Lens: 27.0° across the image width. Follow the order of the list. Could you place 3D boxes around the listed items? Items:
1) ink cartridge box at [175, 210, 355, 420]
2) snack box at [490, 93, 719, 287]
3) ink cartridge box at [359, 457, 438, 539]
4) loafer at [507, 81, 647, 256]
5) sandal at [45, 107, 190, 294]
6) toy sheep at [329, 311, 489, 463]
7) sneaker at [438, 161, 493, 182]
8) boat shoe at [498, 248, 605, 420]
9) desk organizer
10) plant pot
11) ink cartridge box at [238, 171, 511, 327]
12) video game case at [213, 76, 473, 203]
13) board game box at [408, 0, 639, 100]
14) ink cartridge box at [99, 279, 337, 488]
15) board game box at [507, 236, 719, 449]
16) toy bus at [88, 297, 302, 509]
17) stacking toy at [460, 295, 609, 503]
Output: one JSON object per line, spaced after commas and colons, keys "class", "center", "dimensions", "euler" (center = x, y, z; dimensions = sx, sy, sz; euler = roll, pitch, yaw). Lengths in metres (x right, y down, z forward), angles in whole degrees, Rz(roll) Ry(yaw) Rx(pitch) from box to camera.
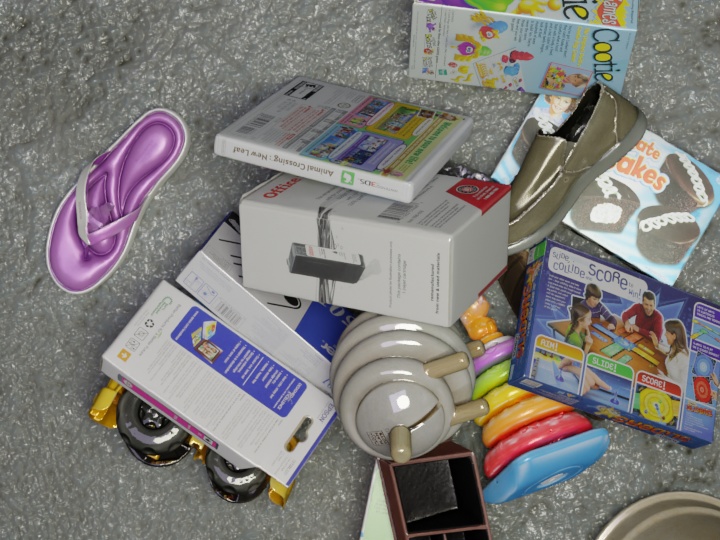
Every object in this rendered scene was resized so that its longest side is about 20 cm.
{"class": "ink cartridge box", "center": [-0.068, 0.041, 1.370], "dimensions": [0.200, 0.094, 0.044], "euler": [41, 118, -6]}
{"class": "snack box", "center": [0.235, -0.084, 1.414], "dimensions": [0.199, 0.037, 0.117], "euler": [31, 90, 4]}
{"class": "ink cartridge box", "center": [0.044, 0.173, 1.387], "dimensions": [0.059, 0.104, 0.202], "euler": [11, 90, 3]}
{"class": "loafer", "center": [0.168, -0.094, 1.356], "dimensions": [0.200, 0.075, 0.070], "euler": [-45, 115, -8]}
{"class": "sandal", "center": [-0.240, -0.072, 1.436], "dimensions": [0.082, 0.050, 0.204], "euler": [32, 91, 4]}
{"class": "toy sheep", "center": [0.038, 0.093, 1.266], "dimensions": [0.136, 0.200, 0.139], "euler": [1, 116, 3]}
{"class": "sneaker", "center": [0.030, -0.058, 1.415], "dimensions": [0.198, 0.060, 0.105], "euler": [-27, 83, -1]}
{"class": "boat shoe", "center": [0.198, 0.039, 1.407], "dimensions": [0.076, 0.072, 0.201], "euler": [-29, 86, -23]}
{"class": "desk organizer", "center": [0.077, 0.253, 1.299], "dimensions": [0.071, 0.077, 0.202], "euler": [-14, 96, -14]}
{"class": "plant pot", "center": [0.309, 0.305, 1.312], "dimensions": [0.198, 0.183, 0.203], "euler": [0, 89, -7]}
{"class": "ink cartridge box", "center": [0.013, -0.030, 1.292], "dimensions": [0.198, 0.144, 0.085], "euler": [11, 114, 23]}
{"class": "video game case", "center": [-0.010, -0.120, 1.342], "dimensions": [0.180, 0.200, 0.022], "euler": [15, 116, 14]}
{"class": "board game box", "center": [0.149, -0.236, 1.373], "dimensions": [0.198, 0.105, 0.104], "euler": [8, 58, 3]}
{"class": "ink cartridge box", "center": [-0.122, 0.102, 1.316], "dimensions": [0.199, 0.037, 0.095], "euler": [34, 61, 6]}
{"class": "board game box", "center": [0.235, 0.067, 1.355], "dimensions": [0.198, 0.034, 0.137], "euler": [20, 66, -17]}
{"class": "toy bus", "center": [-0.127, 0.105, 1.398], "dimensions": [0.198, 0.136, 0.193], "euler": [25, 74, 2]}
{"class": "stacking toy", "center": [0.137, 0.104, 1.395], "dimensions": [0.109, 0.116, 0.202], "euler": [-15, 68, -25]}
